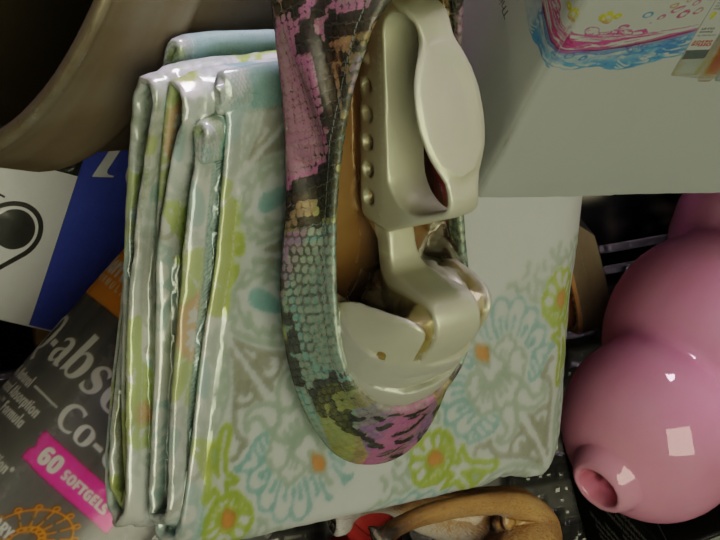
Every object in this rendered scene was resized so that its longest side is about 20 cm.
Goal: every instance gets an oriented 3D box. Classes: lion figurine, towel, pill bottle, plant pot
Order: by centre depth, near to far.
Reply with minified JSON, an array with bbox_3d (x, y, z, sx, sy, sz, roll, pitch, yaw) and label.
[{"bbox_3d":[0.000,0.000,0.914,0.199,0.048,0.172,-8,111,-40],"label":"towel"},{"bbox_3d":[-0.063,-0.126,0.953,0.173,0.200,0.201,9,107,-38],"label":"plant pot"},{"bbox_3d":[-0.071,0.056,0.985,0.116,0.116,0.200,43,84,-25],"label":"pill bottle"},{"bbox_3d":[0.045,0.132,1.018,0.122,0.073,0.200,-13,153,-14],"label":"lion figurine"}]

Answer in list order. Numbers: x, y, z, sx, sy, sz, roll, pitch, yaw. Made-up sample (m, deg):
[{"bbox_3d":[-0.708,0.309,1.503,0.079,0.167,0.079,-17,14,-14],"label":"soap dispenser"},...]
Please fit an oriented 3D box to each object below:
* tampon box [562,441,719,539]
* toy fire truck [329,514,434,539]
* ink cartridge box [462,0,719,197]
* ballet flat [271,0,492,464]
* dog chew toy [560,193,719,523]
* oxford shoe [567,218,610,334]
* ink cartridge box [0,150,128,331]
[{"bbox_3d":[0.197,0.156,1.151,0.149,0.126,0.201,-19,114,-9],"label":"tampon box"},{"bbox_3d":[-0.009,0.156,1.130,0.141,0.049,0.200,-46,116,3],"label":"toy fire truck"},{"bbox_3d":[0.112,-0.137,0.830,0.144,0.146,0.200,-1,148,-22],"label":"ink cartridge box"},{"bbox_3d":[0.011,-0.019,0.835,0.069,0.071,0.201,-19,118,-33],"label":"ballet flat"},{"bbox_3d":[0.158,0.028,1.069,0.200,0.124,0.125,-42,119,-30],"label":"dog chew toy"},{"bbox_3d":[0.045,-0.050,1.064,0.071,0.071,0.201,-21,115,-5],"label":"oxford shoe"},{"bbox_3d":[-0.131,-0.029,1.029,0.199,0.044,0.094,14,106,-22],"label":"ink cartridge box"}]
